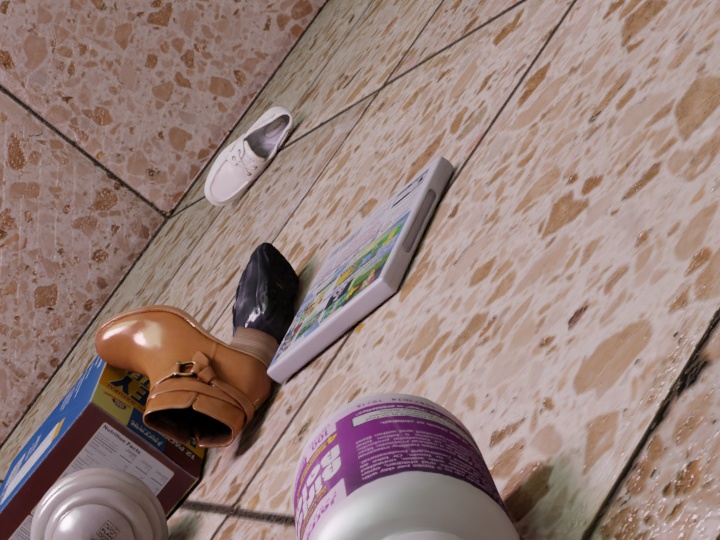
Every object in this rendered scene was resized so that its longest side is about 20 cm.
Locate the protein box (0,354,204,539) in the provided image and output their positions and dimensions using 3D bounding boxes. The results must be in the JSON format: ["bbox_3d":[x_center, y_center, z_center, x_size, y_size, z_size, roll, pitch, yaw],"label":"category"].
[{"bbox_3d":[-0.271,0.206,1.699,0.200,0.135,0.199,-49,12,14],"label":"protein box"}]

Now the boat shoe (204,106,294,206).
[{"bbox_3d":[-0.184,-0.190,2.694,0.200,0.071,0.069,-52,10,-3],"label":"boat shoe"}]

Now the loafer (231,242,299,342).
[{"bbox_3d":[-0.109,0.029,1.769,0.070,0.068,0.201,-39,19,15],"label":"loafer"}]

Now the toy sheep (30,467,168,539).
[{"bbox_3d":[-0.240,0.245,1.488,0.138,0.138,0.200,-52,8,0],"label":"toy sheep"}]

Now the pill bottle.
[{"bbox_3d":[0.023,0.142,0.829,0.112,0.112,0.200,-50,12,7],"label":"pill bottle"}]

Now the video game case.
[{"bbox_3d":[0.000,0.000,1.559,0.200,0.022,0.183,-39,17,44],"label":"video game case"}]

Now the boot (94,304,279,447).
[{"bbox_3d":[-0.186,0.110,1.590,0.155,0.199,0.077,-65,-16,-57],"label":"boot"}]
